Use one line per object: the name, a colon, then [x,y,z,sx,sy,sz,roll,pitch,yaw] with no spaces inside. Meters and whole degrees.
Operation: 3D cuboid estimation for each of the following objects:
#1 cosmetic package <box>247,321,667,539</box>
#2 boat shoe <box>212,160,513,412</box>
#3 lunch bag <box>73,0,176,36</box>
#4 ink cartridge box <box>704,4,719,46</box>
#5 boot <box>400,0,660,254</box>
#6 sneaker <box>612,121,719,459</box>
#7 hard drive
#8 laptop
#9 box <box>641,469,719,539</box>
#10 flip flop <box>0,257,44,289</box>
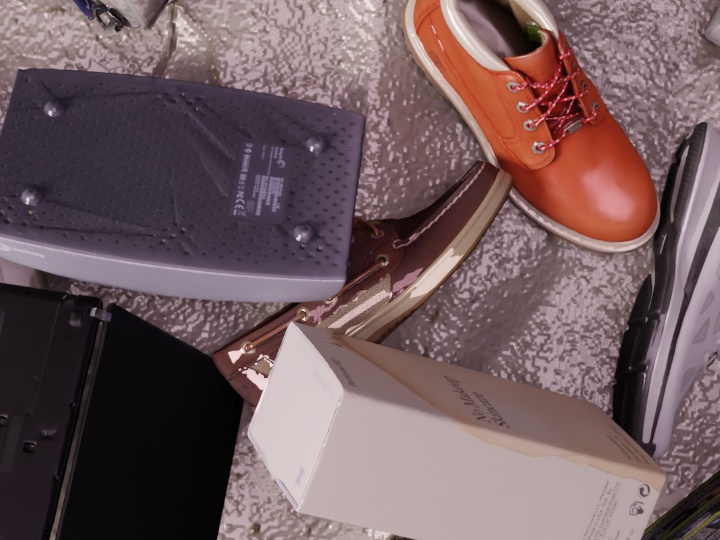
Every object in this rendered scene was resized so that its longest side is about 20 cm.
cosmetic package: [0.051,0.099,1.077,0.199,0.104,0.073,17,103,-24]
boat shoe: [0.000,0.000,1.129,0.200,0.072,0.072,-44,93,-3]
lunch bag: [-0.107,-0.249,1.100,0.200,0.139,0.168,-39,108,-6]
ink cartridge box: [0.322,-0.185,1.198,0.161,0.050,0.201,31,84,-4]
boot: [0.103,-0.091,1.131,0.075,0.107,0.200,-43,93,-10]
sneaker: [0.220,0.023,1.151,0.115,0.076,0.201,17,81,-4]
hard drive: [-0.102,-0.044,1.100,0.199,0.042,0.135,7,52,-1]
laptop: [-0.177,0.109,1.077,0.199,0.103,0.178,8,68,4]
box: [0.196,0.157,1.095,0.200,0.160,0.044,-37,90,-10]
flip flop: [-0.234,-0.052,1.105,0.081,0.058,0.201,-23,89,-9]
